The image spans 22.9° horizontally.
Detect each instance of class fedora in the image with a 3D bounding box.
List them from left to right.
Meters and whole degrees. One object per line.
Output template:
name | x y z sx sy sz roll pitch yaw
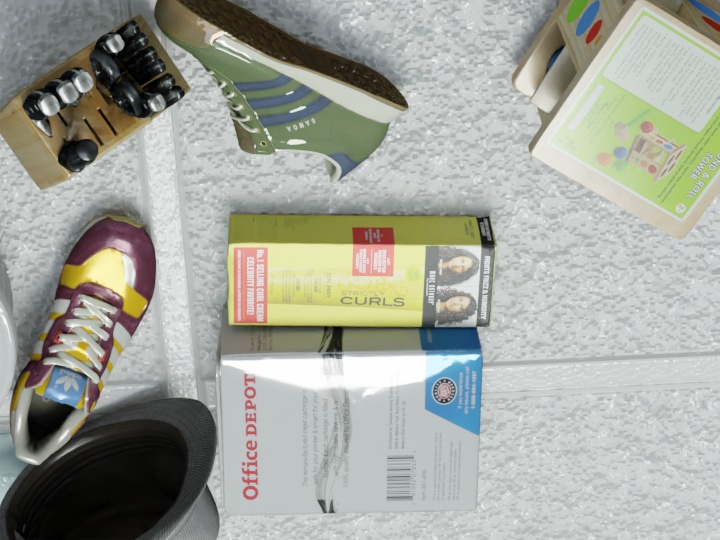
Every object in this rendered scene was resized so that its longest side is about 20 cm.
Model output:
fedora | -0.180 0.193 1.363 0.199 0.177 0.090 -22 127 11

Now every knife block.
knife block | -0.198 -0.097 1.174 0.200 0.176 0.064 -29 100 31

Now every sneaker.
sneaker | -0.207 0.056 1.332 0.075 0.090 0.201 19 116 -12
sneaker | -0.068 -0.121 1.245 0.200 0.067 0.090 22 116 -28

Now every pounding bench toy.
pounding bench toy | 0.211 -0.158 1.198 0.124 0.156 0.200 28 113 -14

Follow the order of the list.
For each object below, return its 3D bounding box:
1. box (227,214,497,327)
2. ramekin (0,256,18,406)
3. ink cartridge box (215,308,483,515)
box | 0.000 0.000 1.333 0.199 0.050 0.076 2 118 -3
ramekin | -0.349 0.032 1.313 0.201 0.094 0.203 -1 118 -2
ink cartridge box | -0.010 0.107 1.369 0.199 0.084 0.145 -1 117 -3
